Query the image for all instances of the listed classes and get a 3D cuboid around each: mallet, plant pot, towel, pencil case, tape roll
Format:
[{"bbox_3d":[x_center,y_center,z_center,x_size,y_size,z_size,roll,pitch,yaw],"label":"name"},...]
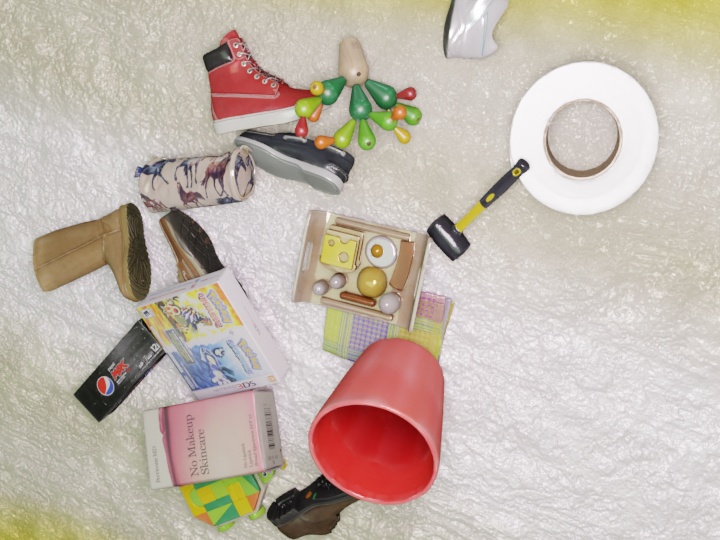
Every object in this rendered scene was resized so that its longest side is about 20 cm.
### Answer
[{"bbox_3d":[0.163,-0.097,1.195,0.066,0.041,0.201,41,132,8],"label":"mallet"},{"bbox_3d":[0.041,0.211,1.244,0.196,0.178,0.204,10,126,14],"label":"plant pot"},{"bbox_3d":[0.040,0.088,1.315,0.195,0.023,0.147,13,107,12],"label":"towel"},{"bbox_3d":[-0.250,-0.142,1.291,0.196,0.077,0.092,-4,93,26],"label":"pencil case"},{"bbox_3d":[0.303,-0.182,1.151,0.197,0.071,0.208,4,105,14],"label":"tape roll"}]

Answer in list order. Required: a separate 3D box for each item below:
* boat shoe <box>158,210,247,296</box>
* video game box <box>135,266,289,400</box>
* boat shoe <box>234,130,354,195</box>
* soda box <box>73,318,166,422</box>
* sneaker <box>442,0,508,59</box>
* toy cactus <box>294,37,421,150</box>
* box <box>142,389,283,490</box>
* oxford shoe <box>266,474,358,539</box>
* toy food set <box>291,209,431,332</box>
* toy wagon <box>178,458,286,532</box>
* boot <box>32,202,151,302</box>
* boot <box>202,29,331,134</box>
[{"bbox_3d":[-0.264,0.001,1.349,0.073,0.076,0.202,-32,94,25],"label":"boat shoe"},{"bbox_3d":[-0.234,0.107,1.337,0.179,0.047,0.202,-17,116,28],"label":"video game box"},{"bbox_3d":[-0.099,-0.175,1.269,0.197,0.076,0.061,25,71,18],"label":"boat shoe"},{"bbox_3d":[-0.398,0.163,1.430,0.071,0.063,0.200,45,110,1],"label":"soda box"},{"bbox_3d":[0.163,-0.391,1.147,0.078,0.071,0.205,6,108,-2],"label":"sneaker"},{"bbox_3d":[-0.006,-0.253,1.191,0.195,0.102,0.169,-6,73,-13],"label":"toy cactus"},{"bbox_3d":[-0.237,0.273,1.362,0.195,0.109,0.131,-12,80,10],"label":"box"},{"bbox_3d":[-0.054,0.390,1.399,0.197,0.073,0.085,-27,112,21],"label":"oxford shoe"},{"bbox_3d":[0.000,0.000,1.264,0.195,0.060,0.147,13,99,12],"label":"toy food set"},{"bbox_3d":[-0.219,0.358,1.442,0.197,0.040,0.158,-24,96,19],"label":"toy wagon"},{"bbox_3d":[-0.443,-0.004,1.379,0.196,0.066,0.179,-19,63,17],"label":"boot"},{"bbox_3d":[-0.142,-0.289,1.247,0.195,0.072,0.148,-4,101,20],"label":"boot"}]
